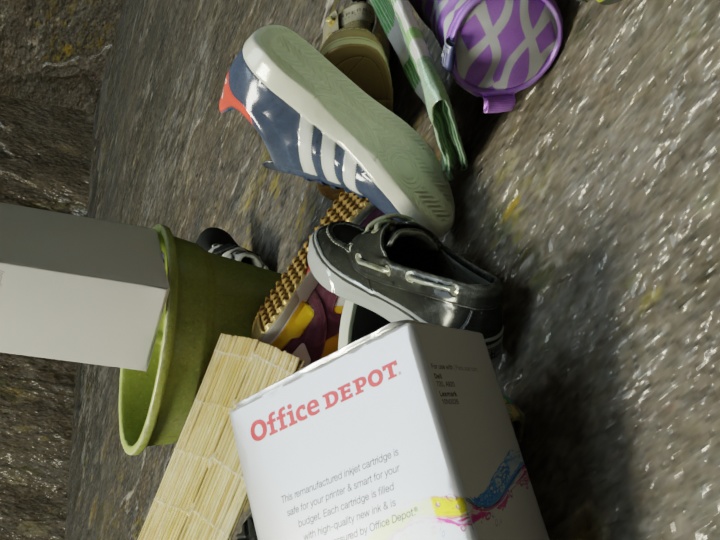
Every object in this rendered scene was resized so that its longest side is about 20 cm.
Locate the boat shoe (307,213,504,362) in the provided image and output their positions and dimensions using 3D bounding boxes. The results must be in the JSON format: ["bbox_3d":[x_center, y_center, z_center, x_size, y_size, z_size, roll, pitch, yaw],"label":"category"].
[{"bbox_3d":[0.031,-0.005,0.731,0.200,0.070,0.064,31,127,47],"label":"boat shoe"}]

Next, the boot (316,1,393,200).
[{"bbox_3d":[-0.006,-0.171,0.880,0.201,0.072,0.157,87,-174,-62],"label":"boot"}]

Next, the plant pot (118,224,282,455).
[{"bbox_3d":[-0.108,0.072,0.950,0.200,0.182,0.203,-171,90,-68],"label":"plant pot"}]

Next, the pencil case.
[{"bbox_3d":[0.074,-0.191,0.727,0.201,0.083,0.086,-106,9,-50],"label":"pencil case"}]

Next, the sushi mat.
[{"bbox_3d":[-0.112,0.148,0.803,0.095,0.012,0.202,14,78,45],"label":"sushi mat"}]

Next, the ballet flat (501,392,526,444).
[{"bbox_3d":[0.062,0.168,0.646,0.071,0.070,0.202,-153,71,-68],"label":"ballet flat"}]

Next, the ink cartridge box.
[{"bbox_3d":[0.022,0.148,0.585,0.144,0.084,0.202,-28,68,31],"label":"ink cartridge box"}]

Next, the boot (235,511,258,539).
[{"bbox_3d":[-0.009,0.252,0.676,0.072,0.201,0.182,-29,19,28],"label":"boot"}]

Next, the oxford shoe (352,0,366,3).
[{"bbox_3d":[0.018,-0.281,0.929,0.200,0.084,0.073,-96,-16,-72],"label":"oxford shoe"}]

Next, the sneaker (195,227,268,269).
[{"bbox_3d":[-0.140,0.000,1.227,0.201,0.073,0.089,62,139,43],"label":"sneaker"}]

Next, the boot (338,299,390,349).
[{"bbox_3d":[-0.002,0.109,0.822,0.144,0.072,0.202,145,127,-64],"label":"boot"}]

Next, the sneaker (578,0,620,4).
[{"bbox_3d":[0.148,-0.209,0.536,0.200,0.074,0.086,161,116,-67],"label":"sneaker"}]

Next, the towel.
[{"bbox_3d":[0.025,-0.174,0.739,0.153,0.023,0.202,53,-164,-73],"label":"towel"}]

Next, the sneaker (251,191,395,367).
[{"bbox_3d":[0.000,0.000,0.862,0.200,0.090,0.075,-51,19,6],"label":"sneaker"}]

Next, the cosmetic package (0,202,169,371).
[{"bbox_3d":[-0.261,0.007,0.839,0.108,0.198,0.085,-116,42,-59],"label":"cosmetic package"}]

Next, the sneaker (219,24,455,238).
[{"bbox_3d":[-0.020,-0.086,0.779,0.084,0.200,0.075,-42,8,37],"label":"sneaker"}]
